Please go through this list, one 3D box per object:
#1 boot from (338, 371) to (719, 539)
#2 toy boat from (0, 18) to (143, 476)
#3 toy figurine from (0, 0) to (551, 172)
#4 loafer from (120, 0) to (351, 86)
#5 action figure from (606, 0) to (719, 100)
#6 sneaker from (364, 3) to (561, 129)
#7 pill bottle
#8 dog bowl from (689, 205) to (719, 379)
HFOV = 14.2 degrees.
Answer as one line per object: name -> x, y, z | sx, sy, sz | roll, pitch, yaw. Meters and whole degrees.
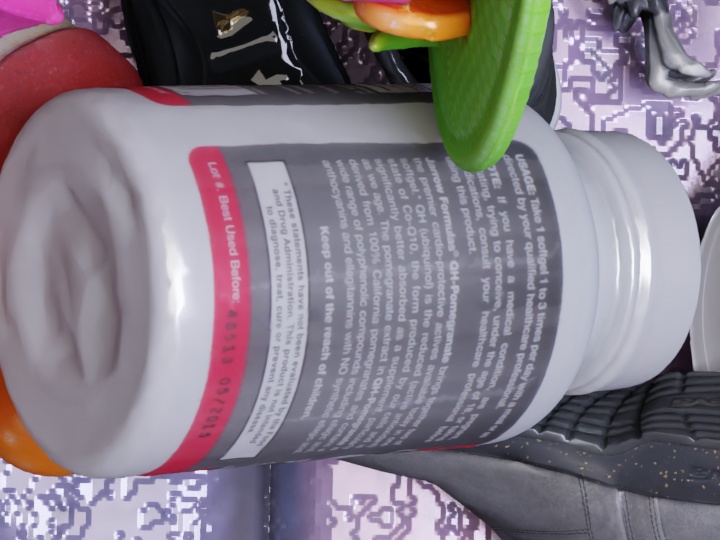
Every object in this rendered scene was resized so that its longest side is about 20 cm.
boot -> 0.061, 0.097, 0.950 | 0.199, 0.070, 0.132 | 9, 116, 23
toy boat -> -0.126, 0.013, 0.898 | 0.131, 0.131, 0.200 | 38, 57, -6
toy figurine -> -0.053, -0.118, 0.793 | 0.184, 0.200, 0.151 | 4, 113, -9
loafer -> -0.039, -0.068, 0.954 | 0.068, 0.070, 0.201 | -16, 102, 0
action figure -> 0.126, -0.109, 0.930 | 0.199, 0.119, 0.102 | 1, 88, -16
sneaker -> 0.009, -0.127, 0.942 | 0.071, 0.099, 0.200 | -30, 89, -2
pill bottle -> 0.000, 0.000, 0.857 | 0.200, 0.111, 0.111 | -3, 88, -34
dog bowl -> 0.209, 0.013, 0.930 | 0.200, 0.059, 0.201 | 7, 113, 15
